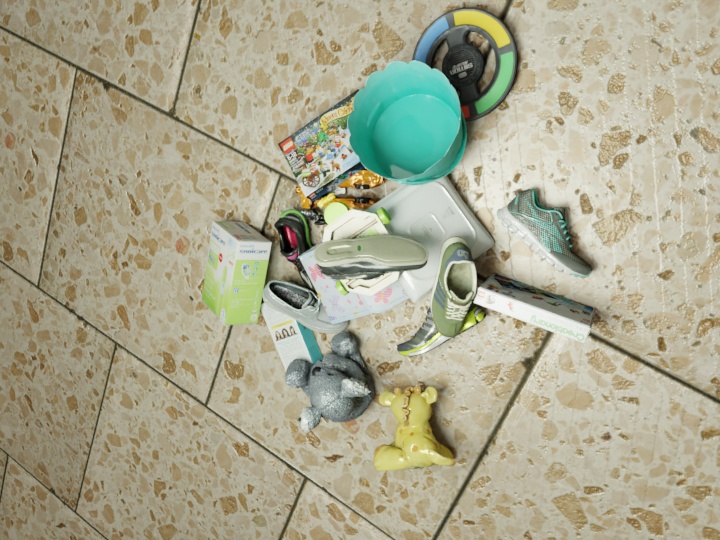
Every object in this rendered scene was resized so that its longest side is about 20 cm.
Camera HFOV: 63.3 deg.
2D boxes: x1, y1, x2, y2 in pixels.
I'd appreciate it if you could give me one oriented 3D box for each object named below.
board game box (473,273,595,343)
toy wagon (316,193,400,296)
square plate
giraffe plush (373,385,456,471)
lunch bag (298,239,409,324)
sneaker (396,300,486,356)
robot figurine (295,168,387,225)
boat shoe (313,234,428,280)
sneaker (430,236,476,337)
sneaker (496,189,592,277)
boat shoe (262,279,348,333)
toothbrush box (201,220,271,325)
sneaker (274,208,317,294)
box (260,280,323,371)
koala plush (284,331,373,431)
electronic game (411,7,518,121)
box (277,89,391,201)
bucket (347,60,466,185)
[{"bbox_3d":[0.318,0.064,1.060,0.200,0.126,0.035,21,109,21],"label":"board game box"},{"bbox_3d":[-0.007,-0.054,1.078,0.155,0.040,0.200,-33,91,17],"label":"toy wagon"},{"bbox_3d":[0.123,-0.074,1.105,0.198,0.028,0.200,-36,91,-4],"label":"square plate"},{"bbox_3d":[0.106,0.324,1.212,0.172,0.200,0.162,-5,74,-4],"label":"giraffe plush"},{"bbox_3d":[0.000,0.000,1.182,0.200,0.127,0.170,-16,105,33],"label":"lunch bag"},{"bbox_3d":[0.154,0.110,1.188,0.200,0.074,0.081,-33,79,20],"label":"sneaker"},{"bbox_3d":[-0.042,-0.164,1.223,0.200,0.058,0.145,7,104,24],"label":"robot figurine"},{"bbox_3d":[0.021,-0.018,1.033,0.200,0.072,0.068,-2,137,8],"label":"boat shoe"},{"bbox_3d":[0.170,0.046,1.059,0.067,0.090,0.200,0,113,-5],"label":"sneaker"},{"bbox_3d":[0.344,-0.070,1.050,0.200,0.078,0.091,42,111,10],"label":"sneaker"},{"bbox_3d":[-0.118,0.077,1.269,0.201,0.070,0.072,23,154,-4],"label":"boat shoe"},{"bbox_3d":[-0.286,0.004,1.332,0.146,0.086,0.200,34,116,47],"label":"toothbrush box"},{"bbox_3d":[-0.136,-0.032,1.273,0.077,0.084,0.200,-16,106,36],"label":"sneaker"},{"bbox_3d":[-0.164,0.132,1.351,0.082,0.049,0.200,-20,92,28],"label":"box"},{"bbox_3d":[-0.052,0.252,1.216,0.177,0.200,0.184,-32,93,1],"label":"koala plush"},{"bbox_3d":[0.188,-0.376,1.074,0.200,0.042,0.200,6,104,24],"label":"electronic game"},{"bbox_3d":[-0.051,-0.249,1.171,0.200,0.038,0.137,-32,73,10],"label":"box"},{"bbox_3d":[0.089,-0.249,1.036,0.207,0.135,0.207,0,88,16],"label":"bucket"}]
